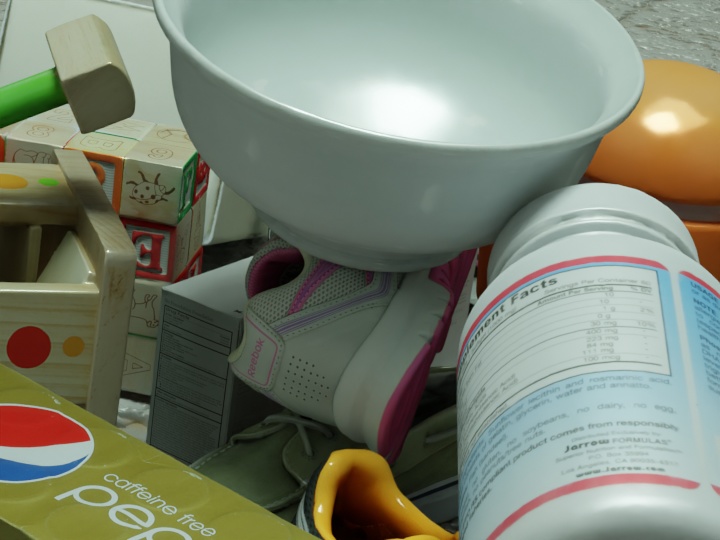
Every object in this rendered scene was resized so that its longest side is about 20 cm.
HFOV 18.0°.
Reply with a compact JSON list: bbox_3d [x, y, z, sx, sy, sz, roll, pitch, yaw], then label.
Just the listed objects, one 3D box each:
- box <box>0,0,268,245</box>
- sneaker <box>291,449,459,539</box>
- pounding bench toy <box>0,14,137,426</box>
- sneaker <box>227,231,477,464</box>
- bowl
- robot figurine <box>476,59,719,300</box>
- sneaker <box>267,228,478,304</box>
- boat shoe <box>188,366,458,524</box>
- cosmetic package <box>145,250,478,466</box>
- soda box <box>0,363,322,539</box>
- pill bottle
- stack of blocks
[{"bbox_3d":[-0.111,-0.081,1.198,0.127,0.110,0.200,12,3,6],"label":"box"},{"bbox_3d":[0.027,0.136,0.821,0.078,0.078,0.200,-5,27,-37],"label":"sneaker"},{"bbox_3d":[-0.182,-0.009,0.932,0.155,0.202,0.124,2,22,-19],"label":"pounding bench toy"},{"bbox_3d":[0.000,0.000,0.964,0.088,0.082,0.200,20,25,4],"label":"sneaker"},{"bbox_3d":[0.008,-0.063,0.914,0.199,0.091,0.202,10,32,-6],"label":"bowl"},{"bbox_3d":[0.137,-0.011,1.068,0.143,0.202,0.116,17,23,21],"label":"robot figurine"},{"bbox_3d":[0.048,-0.025,1.226,0.198,0.087,0.080,5,20,-9],"label":"sneaker"},{"bbox_3d":[-0.022,0.083,0.954,0.072,0.063,0.199,26,26,37],"label":"boat shoe"},{"bbox_3d":[-0.019,0.029,1.067,0.050,0.083,0.199,22,24,29],"label":"cosmetic package"},{"bbox_3d":[-0.082,0.091,0.675,0.199,0.065,0.067,25,29,34],"label":"soda box"},{"bbox_3d":[0.087,0.059,0.788,0.108,0.109,0.201,8,35,-3],"label":"pill bottle"},{"bbox_3d":[-0.177,-0.020,1.081,0.198,0.116,0.059,11,21,7],"label":"stack of blocks"}]
